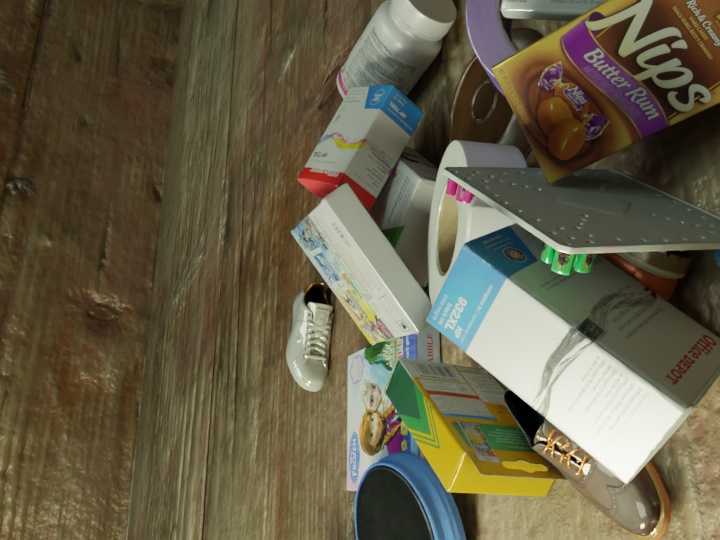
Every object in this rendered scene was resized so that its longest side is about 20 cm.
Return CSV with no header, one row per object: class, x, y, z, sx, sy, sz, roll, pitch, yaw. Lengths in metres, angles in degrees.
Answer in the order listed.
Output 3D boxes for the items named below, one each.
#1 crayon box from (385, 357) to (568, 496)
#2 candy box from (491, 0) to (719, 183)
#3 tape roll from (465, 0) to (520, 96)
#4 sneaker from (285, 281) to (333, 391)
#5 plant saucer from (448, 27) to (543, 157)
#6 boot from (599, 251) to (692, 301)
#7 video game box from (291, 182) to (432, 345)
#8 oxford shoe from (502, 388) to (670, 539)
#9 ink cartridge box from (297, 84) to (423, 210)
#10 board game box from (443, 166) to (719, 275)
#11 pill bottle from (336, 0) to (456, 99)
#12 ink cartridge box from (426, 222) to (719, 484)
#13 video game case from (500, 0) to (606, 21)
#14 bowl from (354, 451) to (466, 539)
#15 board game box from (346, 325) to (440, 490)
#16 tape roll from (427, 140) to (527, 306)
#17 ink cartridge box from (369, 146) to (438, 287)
crayon box,0.122,0.171,0.788,0.200,0.125,0.052,52,126,57
candy box,0.227,-0.172,0.635,0.199,0.056,0.117,-26,97,26
tape roll,0.205,-0.253,0.724,0.198,0.066,0.202,-2,84,21
sneaker,-0.084,0.106,1.293,0.085,0.072,0.201,127,145,-46
plant saucer,0.168,-0.213,0.955,0.200,0.032,0.202,-36,49,56
boot,0.218,-0.007,0.729,0.200,0.074,0.108,-130,50,-57
video game box,0.000,0.000,0.980,0.201,0.047,0.182,55,157,-3
oxford shoe,0.199,0.172,0.690,0.200,0.072,0.072,47,122,59
ink cartridge box,-0.011,-0.155,1.041,0.116,0.067,0.201,17,75,56
board game box,0.198,-0.048,0.642,0.200,0.198,0.026,-130,43,-58
pill bottle,0.054,-0.337,1.140,0.200,0.112,0.114,-48,40,46
ink cartridge box,0.178,0.052,0.607,0.200,0.145,0.084,39,123,24
video game case,0.239,-0.313,0.669,0.198,0.024,0.184,11,88,23
bowl,0.054,0.326,0.912,0.200,0.039,0.203,10,102,58
board game box,0.043,0.195,1.036,0.199,0.041,0.202,-35,49,55
tape roll,0.130,-0.044,0.848,0.202,0.070,0.205,-175,90,-84
ink cartridge box,0.053,-0.091,1.076,0.146,0.083,0.200,-67,28,18
